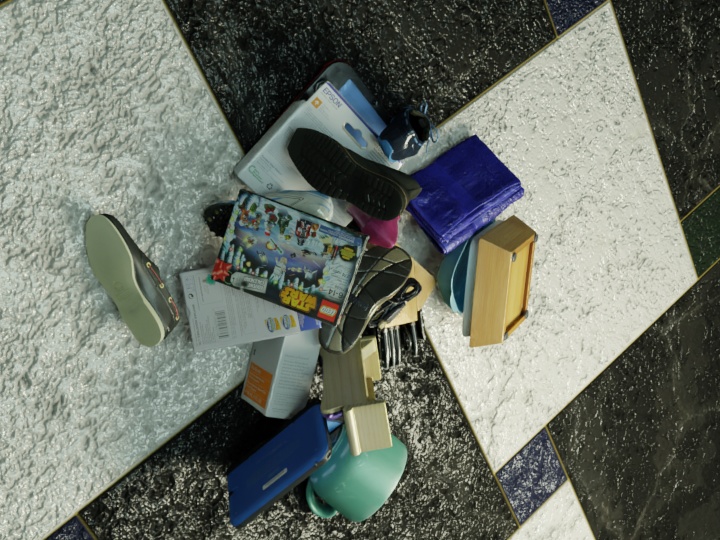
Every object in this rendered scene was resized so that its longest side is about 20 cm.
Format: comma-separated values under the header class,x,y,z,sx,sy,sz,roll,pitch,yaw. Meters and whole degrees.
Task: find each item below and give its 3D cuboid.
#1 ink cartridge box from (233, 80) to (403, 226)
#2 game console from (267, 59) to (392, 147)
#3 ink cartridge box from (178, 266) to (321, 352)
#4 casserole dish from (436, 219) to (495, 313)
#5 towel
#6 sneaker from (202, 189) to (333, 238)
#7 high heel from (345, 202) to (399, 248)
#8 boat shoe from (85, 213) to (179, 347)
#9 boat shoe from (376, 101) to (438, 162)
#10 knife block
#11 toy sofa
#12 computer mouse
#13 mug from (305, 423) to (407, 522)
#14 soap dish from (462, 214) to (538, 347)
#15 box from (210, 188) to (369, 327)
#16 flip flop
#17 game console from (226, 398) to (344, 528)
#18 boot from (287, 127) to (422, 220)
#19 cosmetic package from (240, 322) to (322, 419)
class,x,y,z,sx,sy,sz,roll,pitch,yaw
ink cartridge box,-0.063,-0.161,1.462,0.200,0.041,0.200,-45,120,3
game console,-0.033,-0.213,1.505,0.177,0.031,0.200,-50,120,-14
ink cartridge box,-0.161,0.044,1.400,0.197,0.042,0.121,-10,91,6
casserole dish,0.183,-0.021,1.637,0.202,0.038,0.122,-62,150,-27
towel,0.169,-0.136,1.593,0.199,0.050,0.148,-35,75,-23
sneaker,-0.137,-0.084,1.413,0.196,0.073,0.073,-3,118,7
high heel,0.045,-0.068,1.496,0.067,0.096,0.200,-45,166,7
boat shoe,-0.328,0.008,1.349,0.204,0.073,0.063,64,31,-14
boat shoe,0.087,-0.217,1.492,0.068,0.200,0.085,-30,105,23
knife block,0.040,0.057,1.585,0.200,0.064,0.177,41,77,-31
toy sofa,-0.011,0.188,1.439,0.096,0.201,0.084,-10,117,0
computer mouse,0.000,0.000,1.505,0.110,0.044,0.200,-43,113,4
mug,-0.023,0.329,1.548,0.114,0.152,0.186,39,83,-14
soap dish,0.246,0.021,1.652,0.157,0.080,0.203,-30,128,-55
box,-0.102,-0.019,1.353,0.197,0.040,0.139,20,96,3
flip flop,0.004,0.044,1.461,0.081,0.058,0.201,34,80,3
game console,-0.098,0.301,1.444,0.199,0.172,0.118,-40,122,15
boot,-0.006,-0.150,1.429,0.199,0.138,0.078,38,113,7
cosmetic package,-0.117,0.122,1.478,0.070,0.101,0.203,13,92,-32
